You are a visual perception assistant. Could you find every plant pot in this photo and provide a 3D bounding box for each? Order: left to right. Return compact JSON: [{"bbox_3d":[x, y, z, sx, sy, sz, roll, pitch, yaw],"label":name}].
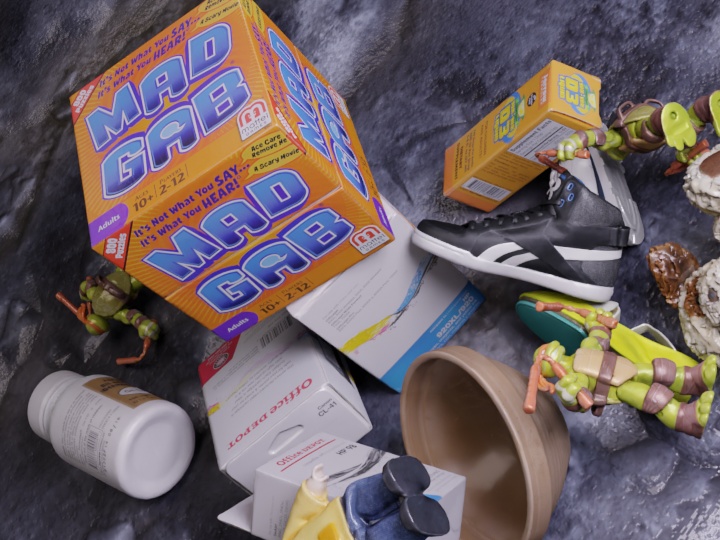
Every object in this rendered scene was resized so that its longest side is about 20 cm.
[{"bbox_3d":[0.128,0.159,1.091,0.093,0.201,0.201,-17,40,-28],"label":"plant pot"}]

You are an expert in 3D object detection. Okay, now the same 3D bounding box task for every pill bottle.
[{"bbox_3d":[-0.300,0.186,1.391,0.200,0.114,0.115,15,74,40],"label":"pill bottle"}]

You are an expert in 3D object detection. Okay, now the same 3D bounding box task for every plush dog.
[{"bbox_3d":[0.351,0.011,1.037,0.172,0.160,0.200,-50,49,27],"label":"plush dog"}]

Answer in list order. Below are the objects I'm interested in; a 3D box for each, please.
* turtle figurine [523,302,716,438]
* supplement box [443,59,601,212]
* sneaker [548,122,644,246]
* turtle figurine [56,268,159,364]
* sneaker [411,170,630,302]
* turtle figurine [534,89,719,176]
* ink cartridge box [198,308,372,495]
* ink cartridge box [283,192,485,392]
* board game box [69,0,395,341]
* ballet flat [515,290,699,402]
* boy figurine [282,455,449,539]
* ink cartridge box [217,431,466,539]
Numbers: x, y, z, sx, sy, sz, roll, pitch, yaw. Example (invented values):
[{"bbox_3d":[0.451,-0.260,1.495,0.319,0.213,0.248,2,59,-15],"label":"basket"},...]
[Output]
[{"bbox_3d":[0.211,0.095,0.992,0.161,0.200,0.065,14,113,14],"label":"turtle figurine"},{"bbox_3d":[0.165,-0.136,1.226,0.200,0.069,0.067,-37,41,51],"label":"supplement box"},{"bbox_3d":[0.226,-0.099,1.218,0.080,0.076,0.200,-29,49,30],"label":"sneaker"},{"bbox_3d":[-0.314,0.020,1.523,0.200,0.064,0.161,28,81,41],"label":"turtle figurine"},{"bbox_3d":[0.157,-0.049,1.124,0.200,0.073,0.112,15,99,-2],"label":"sneaker"},{"bbox_3d":[0.277,-0.129,1.097,0.161,0.200,0.065,169,101,-69],"label":"turtle figurine"},{"bbox_3d":[-0.086,0.132,1.258,0.148,0.086,0.200,-40,32,9],"label":"ink cartridge box"},{"bbox_3d":[0.000,0.000,1.229,0.145,0.200,0.147,-47,48,3],"label":"ink cartridge box"},{"bbox_3d":[-0.122,-0.096,1.101,0.200,0.200,0.200,-31,50,15],"label":"board game box"},{"bbox_3d":[0.240,0.066,1.124,0.067,0.067,0.200,-39,48,-18],"label":"ballet flat"},{"bbox_3d":[-0.025,0.223,0.970,0.200,0.064,0.125,-34,65,26],"label":"boy figurine"},{"bbox_3d":[-0.019,0.208,1.073,0.200,0.116,0.067,13,107,28],"label":"ink cartridge box"}]
